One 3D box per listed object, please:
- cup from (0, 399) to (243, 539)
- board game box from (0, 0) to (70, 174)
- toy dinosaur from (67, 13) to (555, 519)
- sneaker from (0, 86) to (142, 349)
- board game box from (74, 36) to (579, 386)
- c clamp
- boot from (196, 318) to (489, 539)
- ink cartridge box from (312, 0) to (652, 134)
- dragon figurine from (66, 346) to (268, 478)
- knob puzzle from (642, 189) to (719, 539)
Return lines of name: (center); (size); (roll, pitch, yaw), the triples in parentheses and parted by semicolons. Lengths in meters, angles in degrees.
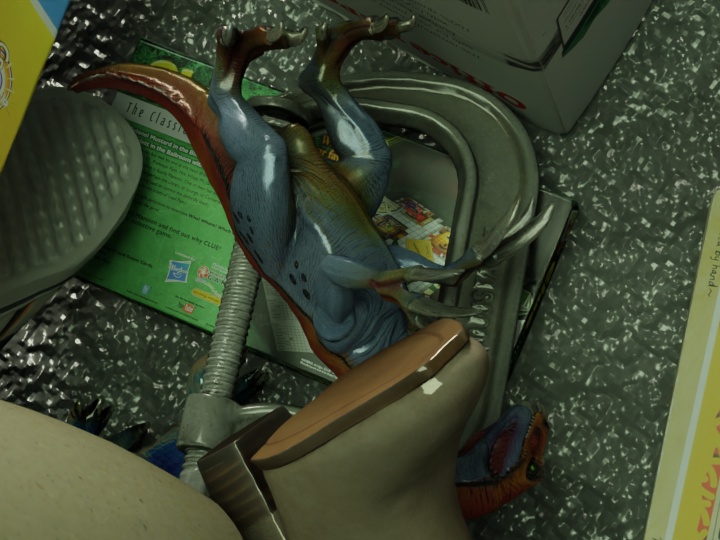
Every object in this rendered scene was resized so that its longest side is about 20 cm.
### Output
cup: (-0.115, 0.129, 0.665); (0.200, 0.143, 0.202); (1, 91, 58)
board game box: (-0.187, -0.066, 0.749); (0.152, 0.040, 0.201); (-12, 45, 29)
toy dinosaur: (0.000, 0.000, 0.739); (0.199, 0.105, 0.183); (-6, 92, 47)
sneaker: (-0.167, 0.006, 0.787); (0.078, 0.079, 0.200); (44, 53, -1)
board game box: (-0.022, -0.014, 0.817); (0.199, 0.023, 0.105); (22, 87, 18)
c clamp: (-0.022, 0.006, 0.768); (0.170, 0.027, 0.201); (14, 69, 10)
boot: (0.021, 0.103, 0.660); (0.070, 0.200, 0.147); (-34, 92, -27)
ink cartridge box: (0.024, -0.143, 0.738); (0.146, 0.200, 0.085); (32, 85, 18)
dragon figurine: (-0.070, 0.096, 0.785); (0.199, 0.059, 0.100); (-21, 66, 3)
knob puzzle: (0.206, 0.070, 0.708); (0.218, 0.030, 0.221); (0, 69, 0)
